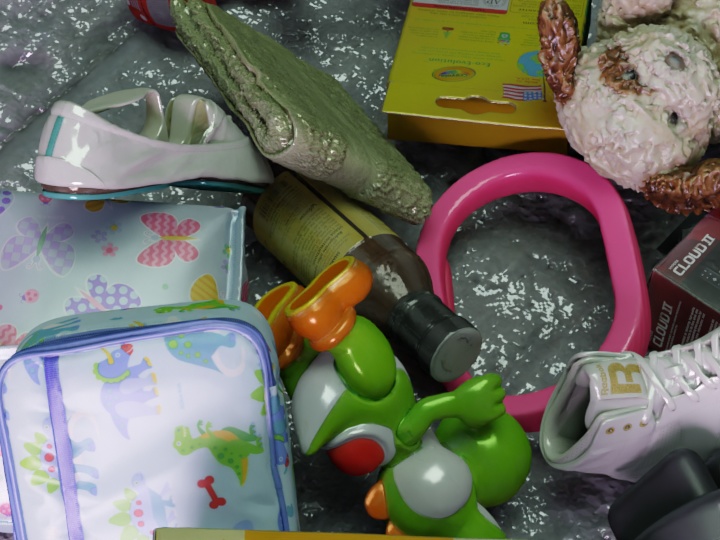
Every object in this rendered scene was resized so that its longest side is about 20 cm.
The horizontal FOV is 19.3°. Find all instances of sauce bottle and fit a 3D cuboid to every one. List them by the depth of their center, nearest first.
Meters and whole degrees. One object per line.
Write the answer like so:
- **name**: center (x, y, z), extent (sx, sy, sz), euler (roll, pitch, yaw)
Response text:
- **sauce bottle**: center (0.000, 0.000, 1.329), extent (0.065, 0.065, 0.200), euler (-25, 45, -23)

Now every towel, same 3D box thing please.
- **towel**: center (-0.041, -0.104, 1.380), extent (0.148, 0.037, 0.200), euler (26, 16, -40)

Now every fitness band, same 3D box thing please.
- **fitness band**: center (0.107, 0.010, 1.336), extent (0.143, 0.037, 0.200), euler (-17, 51, 12)

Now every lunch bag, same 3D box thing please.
- **lunch bag**: center (-0.116, 0.122, 1.160), extent (0.160, 0.201, 0.082), euler (-5, 11, 0)
- **lunch bag**: center (-0.153, 0.061, 1.253), extent (0.169, 0.127, 0.201), euler (5, 64, 0)

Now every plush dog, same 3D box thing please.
- **plush dog**: center (0.194, -0.127, 1.363), extent (0.200, 0.161, 0.172), euler (43, 60, 4)

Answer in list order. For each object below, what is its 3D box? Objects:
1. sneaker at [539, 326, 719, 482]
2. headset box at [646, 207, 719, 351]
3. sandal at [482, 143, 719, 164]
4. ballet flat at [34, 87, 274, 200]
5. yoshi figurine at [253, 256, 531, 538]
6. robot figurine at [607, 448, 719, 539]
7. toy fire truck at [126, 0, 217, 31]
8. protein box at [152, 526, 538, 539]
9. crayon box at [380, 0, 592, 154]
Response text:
- **sneaker**: center (0.187, 0.066, 1.208), extent (0.115, 0.200, 0.074), euler (10, 51, -34)
- **headset box**: center (0.284, 0.021, 1.350), extent (0.200, 0.077, 0.149), euler (33, 55, 21)
- **sandal**: center (0.183, -0.089, 1.459), extent (0.199, 0.043, 0.076), euler (-2, 43, 2)
- **ballet flat**: center (-0.116, -0.077, 1.275), extent (0.069, 0.070, 0.200), euler (43, 25, 26)
- **yoshi figurine**: center (0.028, 0.080, 1.238), extent (0.112, 0.200, 0.112), euler (-36, 14, 7)
- **robot figurine**: center (0.216, 0.195, 1.169), extent (0.150, 0.125, 0.200), euler (-18, 59, -13)
- **toy fire truck**: center (-0.054, -0.222, 1.503), extent (0.200, 0.049, 0.141), euler (-33, 37, -27)
- **protein box**: center (-0.011, 0.241, 1.068), extent (0.198, 0.200, 0.135), euler (2, 51, -3)
- **crayon box**: center (0.088, -0.142, 1.453), extent (0.127, 0.051, 0.200), euler (6, 39, 9)
